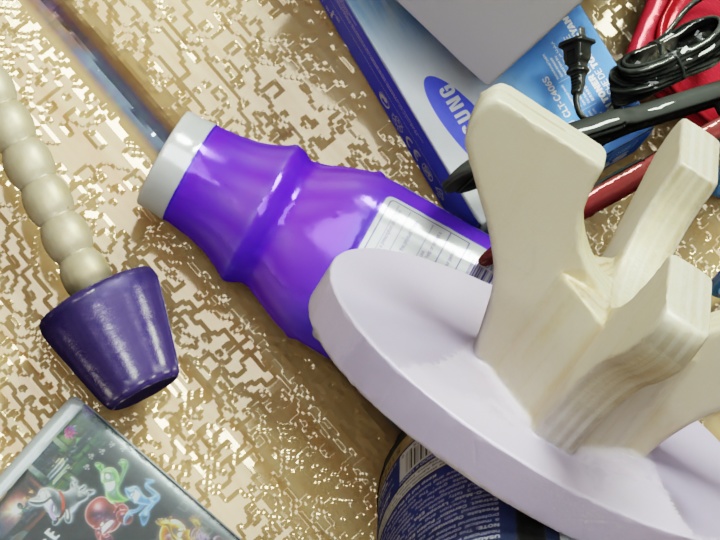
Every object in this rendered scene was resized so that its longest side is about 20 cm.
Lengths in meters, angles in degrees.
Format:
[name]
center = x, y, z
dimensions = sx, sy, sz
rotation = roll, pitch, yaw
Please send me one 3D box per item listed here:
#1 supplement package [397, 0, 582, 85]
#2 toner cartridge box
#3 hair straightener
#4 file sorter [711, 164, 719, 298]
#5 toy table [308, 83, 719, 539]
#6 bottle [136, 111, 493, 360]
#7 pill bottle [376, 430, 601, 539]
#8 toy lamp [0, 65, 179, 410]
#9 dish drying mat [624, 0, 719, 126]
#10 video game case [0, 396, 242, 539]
[supplement package]
center = 0.089, -0.195, 1.150
dimensions = 0.110, 0.114, 0.200
rotation = 43, 53, -5
[toner cartridge box]
center = 0.039, -0.122, 1.203
dimensions = 0.095, 0.043, 0.200
rotation = -30, 83, -12
[hair straightener]
center = 0.120, -0.077, 1.148
dimensions = 0.200, 0.041, 0.077
rotation = -27, 84, -17
[file sorter]
center = 0.217, 0.044, 1.143
dimensions = 0.122, 0.139, 0.200
rotation = 2, 77, -3
[toy table]
center = 0.095, 0.021, 1.032
dimensions = 0.200, 0.184, 0.117
rotation = 26, 117, -16
[bottle]
center = 0.000, 0.000, 1.158
dimensions = 0.200, 0.065, 0.084
rotation = 29, 90, 0
[pill bottle]
center = 0.061, 0.137, 1.054
dimensions = 0.112, 0.200, 0.112
rotation = 1, 117, 1
[toy lamp]
center = -0.139, -0.034, 1.155
dimensions = 0.058, 0.058, 0.200
rotation = -28, 81, -12
[dish drying mat]
center = 0.185, -0.155, 1.224
dimensions = 0.077, 0.018, 0.200
rotation = 34, 67, -21
[video game case]
center = -0.119, 0.186, 1.126
dimensions = 0.182, 0.023, 0.200
rotation = 41, 77, 2
